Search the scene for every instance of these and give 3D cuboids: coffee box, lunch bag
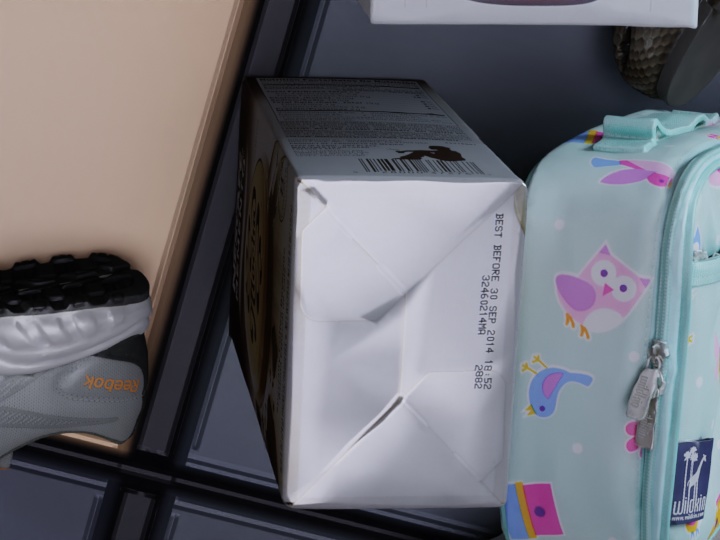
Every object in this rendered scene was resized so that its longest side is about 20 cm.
[{"bbox_3d":[0.000,0.000,0.791,0.079,0.200,0.114,1,104,-8],"label":"coffee box"},{"bbox_3d":[0.113,0.018,0.807,0.077,0.200,0.161,10,105,20],"label":"lunch bag"}]

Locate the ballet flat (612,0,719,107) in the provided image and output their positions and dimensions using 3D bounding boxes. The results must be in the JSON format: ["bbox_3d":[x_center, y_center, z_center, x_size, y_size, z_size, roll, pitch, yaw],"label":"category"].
[{"bbox_3d":[0.152,-0.156,0.823,0.046,0.067,0.201,39,115,25],"label":"ballet flat"}]

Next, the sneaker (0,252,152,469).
[{"bbox_3d":[-0.179,0.047,0.853,0.199,0.074,0.080,-5,111,-4],"label":"sneaker"}]

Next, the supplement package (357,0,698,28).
[{"bbox_3d":[0.053,-0.193,0.742,0.110,0.156,0.201,0,105,-6],"label":"supplement package"}]

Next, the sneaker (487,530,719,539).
[{"bbox_3d":[0.097,0.129,0.902,0.199,0.071,0.073,-29,106,1],"label":"sneaker"}]
